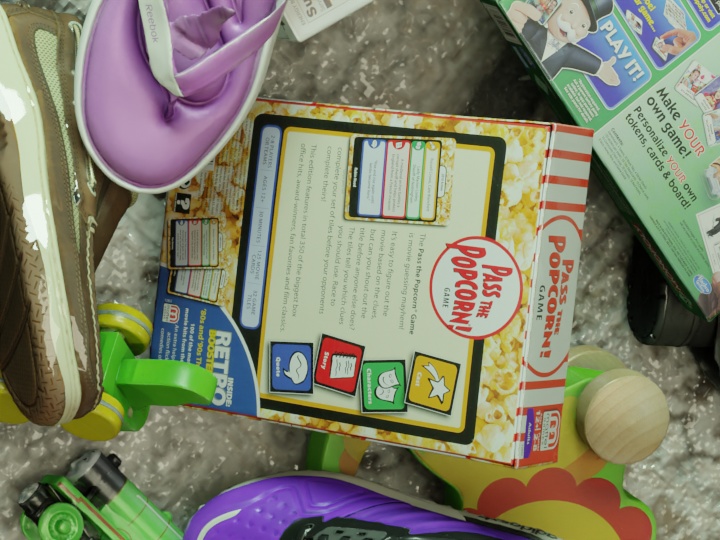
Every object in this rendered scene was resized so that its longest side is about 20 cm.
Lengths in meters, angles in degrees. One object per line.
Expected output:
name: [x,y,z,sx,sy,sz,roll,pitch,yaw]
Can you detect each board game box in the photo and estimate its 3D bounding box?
board game box: [0.000,0.000,0.954,0.046,0.200,0.152,1,97,-60]
board game box: [0.164,-0.093,1.007,0.135,0.029,0.200,-38,112,-6]

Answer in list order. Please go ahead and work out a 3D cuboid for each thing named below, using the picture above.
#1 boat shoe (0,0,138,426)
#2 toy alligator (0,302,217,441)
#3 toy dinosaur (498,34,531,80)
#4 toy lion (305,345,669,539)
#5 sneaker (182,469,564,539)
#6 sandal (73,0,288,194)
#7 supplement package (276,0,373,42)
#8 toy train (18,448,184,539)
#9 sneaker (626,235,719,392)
boat shoe: [-0.132,-0.031,0.935,0.075,0.075,0.203,-5,73,-28]
toy alligator: [-0.165,0.043,0.968,0.200,0.054,0.059,12,56,2]
toy dinosaur: [0.152,-0.180,1.026,0.102,0.077,0.200,-4,117,-44]
toy lion: [0.065,0.132,1.055,0.200,0.069,0.192,8,100,-19]
sneaker: [0.006,0.135,0.943,0.200,0.100,0.070,7,92,15]
sandal: [-0.063,-0.123,0.883,0.082,0.050,0.203,27,104,-7]
supplement package: [0.014,-0.201,0.975,0.200,0.114,0.110,-31,105,-14]
toy train: [-0.084,0.164,1.014,0.200,0.042,0.056,48,70,-16]
sneaker: [0.199,-0.022,1.085,0.104,0.060,0.200,6,98,-18]
